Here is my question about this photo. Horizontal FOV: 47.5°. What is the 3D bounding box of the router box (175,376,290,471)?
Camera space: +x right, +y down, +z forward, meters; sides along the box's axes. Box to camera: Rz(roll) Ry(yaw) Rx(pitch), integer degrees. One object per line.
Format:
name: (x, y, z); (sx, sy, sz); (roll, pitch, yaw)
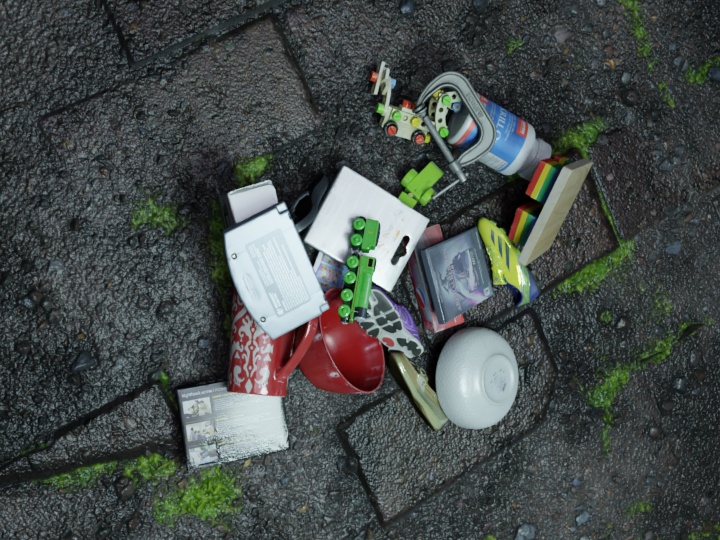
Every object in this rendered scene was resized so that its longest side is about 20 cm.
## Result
router box: (-0.236, 0.276, 1.524); (0.195, 0.051, 0.153); (-8, 92, -16)

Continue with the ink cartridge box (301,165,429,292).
ink cartridge box: (0.009, -0.080, 1.555); (0.197, 0.050, 0.165); (30, 89, -14)

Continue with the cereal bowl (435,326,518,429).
cereal bowl: (0.245, 0.212, 1.616); (0.197, 0.083, 0.206); (3, 85, -37)

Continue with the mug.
mug: (-0.167, 0.118, 1.447); (0.131, 0.177, 0.205); (10, 81, -27)

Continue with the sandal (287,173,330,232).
sandal: (-0.109, -0.119, 1.493); (0.076, 0.202, 0.043); (-35, 111, 29)

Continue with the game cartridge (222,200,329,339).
game cartridge: (-0.145, 0.004, 1.346); (0.131, 0.040, 0.204); (-27, 111, -13)

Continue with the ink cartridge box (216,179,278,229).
ink cartridge box: (-0.190, -0.075, 1.448); (0.082, 0.200, 0.149); (-17, 96, -14)

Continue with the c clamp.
c clamp: (0.166, -0.262, 1.542); (0.168, 0.027, 0.203); (-28, 102, 7)

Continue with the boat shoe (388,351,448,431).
boat shoe: (0.120, 0.228, 1.605); (0.063, 0.073, 0.203); (-38, 115, -11)

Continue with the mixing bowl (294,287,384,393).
mixing bowl: (-0.053, 0.147, 1.521); (0.107, 0.200, 0.203); (-26, 102, 27)

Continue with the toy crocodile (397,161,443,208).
toy crocodile: (0.090, -0.133, 1.605); (0.067, 0.062, 0.201); (39, 76, 2)

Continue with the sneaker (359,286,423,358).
sneaker: (0.053, 0.091, 1.569); (0.079, 0.085, 0.201); (-20, 135, 19)

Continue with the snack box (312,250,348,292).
snack box: (-0.039, -0.056, 1.585); (0.071, 0.024, 0.204); (22, 86, -15)

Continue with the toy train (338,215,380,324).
toy train: (0.000, 0.000, 1.488); (0.055, 0.042, 0.205); (8, 77, 3)

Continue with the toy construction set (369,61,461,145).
toy construction set: (0.102, -0.320, 1.583); (0.196, 0.093, 0.133); (19, 111, -8)

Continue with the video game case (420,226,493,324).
video game case: (0.192, 0.006, 1.603); (0.198, 0.019, 0.146); (-23, 100, -51)

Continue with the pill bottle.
pill bottle: (0.278, -0.261, 1.627); (0.197, 0.112, 0.114); (25, 85, -16)

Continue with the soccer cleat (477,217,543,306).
soccer cleat: (0.292, -0.016, 1.666); (0.083, 0.065, 0.202); (-37, 99, 1)

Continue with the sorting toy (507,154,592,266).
sorting toy: (0.362, -0.130, 1.607); (0.069, 0.199, 0.202); (30, 113, 18)

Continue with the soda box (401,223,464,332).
soda box: (0.141, 0.014, 1.621); (0.069, 0.063, 0.205); (-17, 97, -17)
